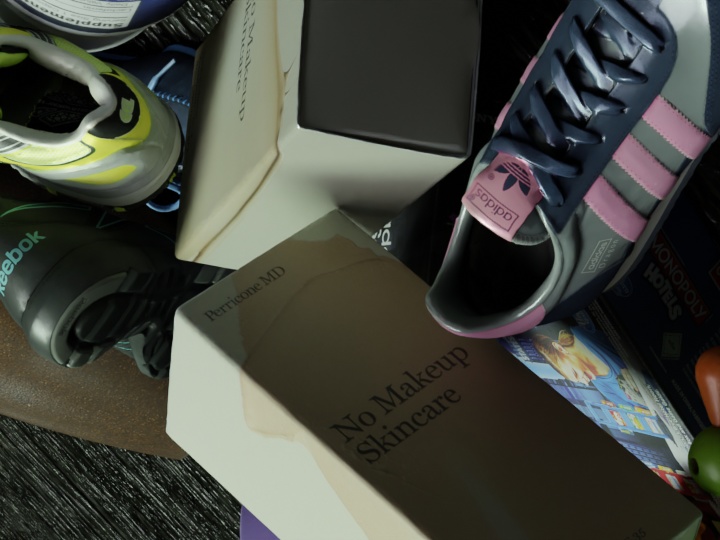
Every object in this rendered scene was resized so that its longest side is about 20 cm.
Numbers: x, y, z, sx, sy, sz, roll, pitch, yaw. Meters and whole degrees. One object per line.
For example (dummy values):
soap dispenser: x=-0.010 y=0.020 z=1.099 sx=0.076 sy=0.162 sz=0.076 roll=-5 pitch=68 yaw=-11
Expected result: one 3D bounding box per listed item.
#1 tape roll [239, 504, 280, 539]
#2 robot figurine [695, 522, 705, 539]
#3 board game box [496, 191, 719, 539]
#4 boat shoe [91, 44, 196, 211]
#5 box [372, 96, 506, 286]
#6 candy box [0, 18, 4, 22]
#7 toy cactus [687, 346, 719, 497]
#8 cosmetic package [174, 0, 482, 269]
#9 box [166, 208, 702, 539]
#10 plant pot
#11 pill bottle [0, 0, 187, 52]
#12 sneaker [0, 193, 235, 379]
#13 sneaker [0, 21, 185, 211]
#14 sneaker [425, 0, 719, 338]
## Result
tape roll: x=0.036 y=0.150 z=1.175 sx=0.085 sy=0.200 sz=0.200 roll=-26 pitch=112 yaw=31
robot figurine: x=0.118 y=0.193 z=1.029 sx=0.144 sy=0.058 sz=0.201 roll=28 pitch=124 yaw=0
board game box: x=0.106 y=0.047 z=1.063 sx=0.199 sy=0.062 sz=0.200 roll=11 pitch=141 yaw=57
boat shoe: x=-0.112 y=-0.068 z=1.249 sx=0.084 sy=0.069 sz=0.200 roll=52 pitch=158 yaw=-19
box: x=0.000 y=0.000 z=1.085 sx=0.036 sy=0.144 sz=0.200 roll=8 pitch=174 yaw=-27
candy box: x=-0.223 y=-0.127 z=1.164 sx=0.136 sy=0.200 sz=0.061 roll=22 pitch=149 yaw=47
toy cactus: x=0.188 y=0.094 z=0.915 sx=0.102 sy=0.201 sz=0.165 roll=-1 pitch=180 yaw=30
cosmetic package: x=-0.017 y=-0.071 z=0.985 sx=0.073 sy=0.104 sz=0.200 roll=9 pitch=163 yaw=-15
box: x=0.023 y=0.077 z=0.918 sx=0.200 sy=0.095 sz=0.078 roll=39 pitch=144 yaw=25
plant pot: x=-0.165 y=0.020 z=1.397 sx=0.199 sy=0.188 sz=0.187 roll=34 pitch=162 yaw=-12
pill bottle: x=-0.104 y=-0.165 z=0.989 sx=0.116 sy=0.116 sz=0.200 roll=46 pitch=160 yaw=-2
sneaker: x=-0.114 y=-0.002 z=1.095 sx=0.079 sy=0.076 sz=0.200 roll=38 pitch=-174 yaw=17
sneaker: x=-0.174 y=-0.086 z=1.033 sx=0.199 sy=0.076 sz=0.076 roll=12 pitch=163 yaw=11
sneaker: x=0.079 y=-0.048 z=0.846 sx=0.070 sy=0.082 sz=0.201 roll=42 pitch=139 yaw=25
